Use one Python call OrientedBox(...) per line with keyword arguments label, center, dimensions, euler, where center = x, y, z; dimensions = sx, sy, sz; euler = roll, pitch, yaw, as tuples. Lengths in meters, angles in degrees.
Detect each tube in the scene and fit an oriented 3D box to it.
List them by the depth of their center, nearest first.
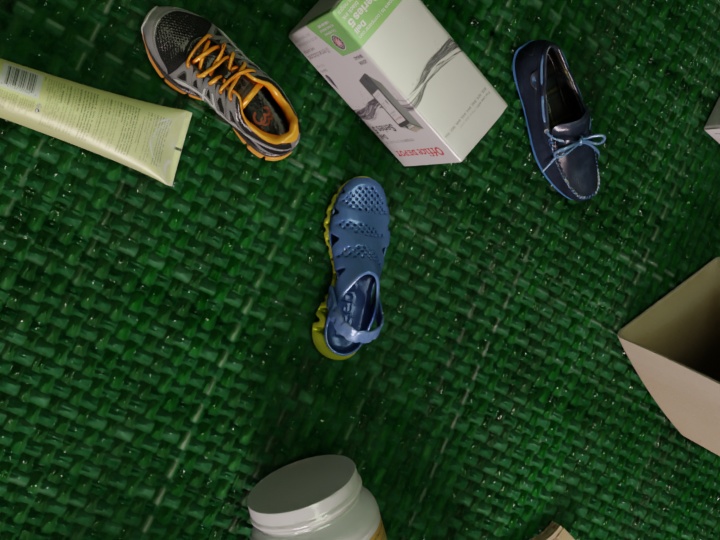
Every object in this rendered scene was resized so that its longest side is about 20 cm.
OrientedBox(label="tube", center=(-0.266, -0.148, 0.857), dimensions=(0.197, 0.053, 0.058), euler=(16, 130, -26))

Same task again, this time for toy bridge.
OrientedBox(label="toy bridge", center=(0.186, 0.394, 1.096), dimensions=(0.067, 0.027, 0.200), euler=(45, 78, -17))

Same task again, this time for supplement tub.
OrientedBox(label="supplement tub", center=(-0.035, 0.315, 0.936), dimensions=(0.142, 0.144, 0.204), euler=(-19, 102, -19))

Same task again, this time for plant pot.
OrientedBox(label="plant pot", center=(0.480, 0.129, 1.113), dimensions=(0.198, 0.199, 0.179), euler=(-33, 117, -16))

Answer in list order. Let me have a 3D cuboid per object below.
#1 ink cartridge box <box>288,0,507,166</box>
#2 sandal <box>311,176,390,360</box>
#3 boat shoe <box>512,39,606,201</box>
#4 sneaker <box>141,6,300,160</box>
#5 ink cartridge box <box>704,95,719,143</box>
OrientedBox(label="ink cartridge box", center=(0.036, -0.208, 0.918), dimensions=(0.200, 0.145, 0.084), euler=(45, 79, -19))
OrientedBox(label="sandal", center=(0.000, 0.000, 0.955), dimensions=(0.078, 0.087, 0.205), euler=(4, 92, -20))
OrientedBox(label="boat shoe", center=(0.235, -0.171, 1.043), dimensions=(0.084, 0.068, 0.202), euler=(-35, 107, -15))
OrientedBox(label="sneaker", center=(-0.132, -0.192, 0.889), dimensions=(0.199, 0.077, 0.079), euler=(39, 82, -19))
OrientedBox(label="ink cartridge box", center=(0.576, -0.195, 1.171), dimensions=(0.198, 0.084, 0.147), euler=(32, 83, -21))
